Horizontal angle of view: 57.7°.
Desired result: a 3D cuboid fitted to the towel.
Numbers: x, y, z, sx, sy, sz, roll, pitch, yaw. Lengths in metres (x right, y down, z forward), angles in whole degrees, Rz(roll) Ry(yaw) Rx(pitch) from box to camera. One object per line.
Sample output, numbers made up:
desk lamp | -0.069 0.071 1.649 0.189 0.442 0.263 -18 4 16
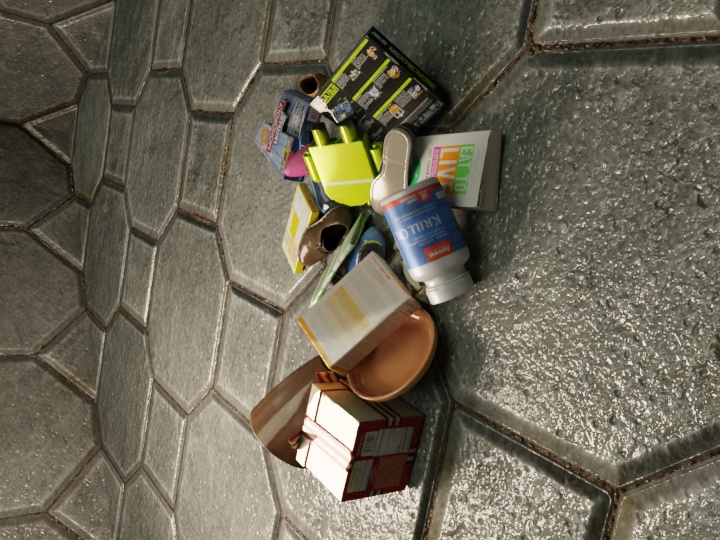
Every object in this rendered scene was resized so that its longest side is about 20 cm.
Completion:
towel | -0.046 -0.017 1.380 0.200 0.023 0.153 -56 7 33

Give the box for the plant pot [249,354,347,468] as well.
plant pot | -0.103 0.279 1.389 0.200 0.186 0.187 -53 46 15

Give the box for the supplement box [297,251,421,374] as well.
supplement box | -0.003 0.081 1.228 0.200 0.073 0.126 -42 60 8

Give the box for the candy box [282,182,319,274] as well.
candy box | -0.143 -0.097 1.542 0.103 0.026 0.201 61 145 36

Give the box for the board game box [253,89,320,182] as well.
board game box | -0.190 -0.348 1.635 0.200 0.061 0.201 36 114 47

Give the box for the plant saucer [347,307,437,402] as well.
plant saucer | 0.062 0.157 1.213 0.199 0.037 0.201 -30 36 25

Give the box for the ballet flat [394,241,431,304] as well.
ballet flat | 0.101 -0.030 1.220 0.071 0.065 0.201 -45 53 38

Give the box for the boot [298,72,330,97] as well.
boot | -0.021 -0.363 1.336 0.200 0.155 0.077 31 105 50

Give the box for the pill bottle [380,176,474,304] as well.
pill bottle | 0.121 -0.049 1.126 0.112 0.112 0.201 -23 92 49

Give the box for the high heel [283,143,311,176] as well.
high heel | -0.064 -0.224 1.386 0.068 0.199 0.096 74 178 -53

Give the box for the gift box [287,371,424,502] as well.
gift box | -0.019 0.305 1.242 0.186 0.199 0.186 26 102 52

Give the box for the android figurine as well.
android figurine | -0.027 -0.211 1.328 0.181 0.201 0.041 -3 41 26

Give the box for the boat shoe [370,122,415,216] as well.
boat shoe | 0.069 -0.194 1.262 0.072 0.063 0.201 22 134 11

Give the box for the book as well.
book | 0.165 -0.178 1.174 0.200 0.048 0.135 10 93 56

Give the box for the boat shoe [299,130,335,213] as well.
boat shoe | -0.075 -0.229 1.476 0.068 0.084 0.201 -27 82 40

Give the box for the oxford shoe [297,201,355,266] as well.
oxford shoe | -0.086 -0.065 1.443 0.200 0.072 0.085 -49 24 41

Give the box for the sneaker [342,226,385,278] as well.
sneaker | 0.000 0.000 1.363 0.079 0.066 0.201 -93 23 -55

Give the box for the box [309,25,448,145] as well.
box | 0.033 -0.326 1.245 0.200 0.193 0.048 -39 19 44
